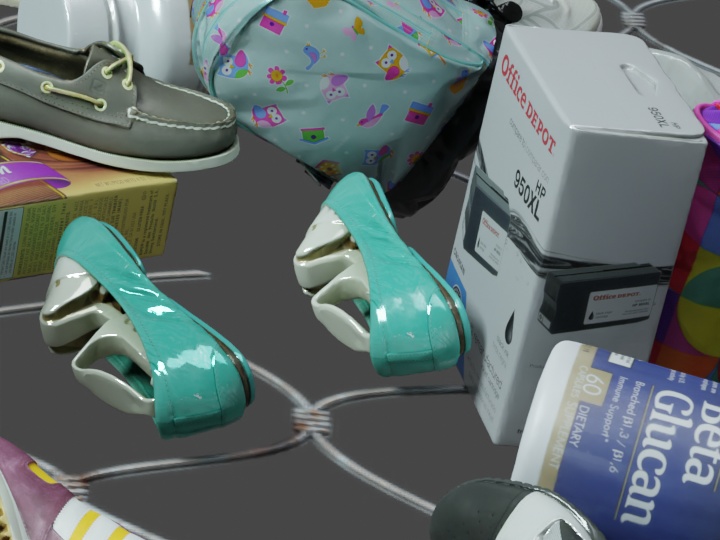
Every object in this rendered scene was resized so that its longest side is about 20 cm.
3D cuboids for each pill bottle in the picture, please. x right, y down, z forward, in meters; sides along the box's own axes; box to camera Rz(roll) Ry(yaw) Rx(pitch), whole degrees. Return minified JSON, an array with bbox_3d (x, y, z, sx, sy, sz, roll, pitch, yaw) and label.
[{"bbox_3d":[-0.121,-0.160,1.730,0.200,0.115,0.114,-4,31,-29],"label":"pill bottle"},{"bbox_3d":[0.181,0.114,1.320,0.199,0.111,0.111,16,27,8],"label":"pill bottle"}]

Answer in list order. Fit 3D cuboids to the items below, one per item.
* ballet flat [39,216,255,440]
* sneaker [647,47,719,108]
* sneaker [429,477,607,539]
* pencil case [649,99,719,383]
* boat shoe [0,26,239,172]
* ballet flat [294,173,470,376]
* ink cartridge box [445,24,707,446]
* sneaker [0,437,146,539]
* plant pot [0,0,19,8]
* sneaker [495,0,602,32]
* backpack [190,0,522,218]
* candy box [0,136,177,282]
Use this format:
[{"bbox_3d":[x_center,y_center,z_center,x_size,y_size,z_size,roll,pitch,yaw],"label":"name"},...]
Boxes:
[{"bbox_3d":[-0.135,0.030,1.411,0.070,0.068,0.200,-21,37,-26],"label":"ballet flat"},{"bbox_3d":[0.258,-0.107,1.854,0.200,0.075,0.088,22,15,8],"label":"sneaker"},{"bbox_3d":[0.084,0.165,1.221,0.088,0.074,0.200,-8,32,-38],"label":"sneaker"},{"bbox_3d":[0.199,-0.006,1.479,0.088,0.200,0.088,13,34,-9],"label":"pencil case"},{"bbox_3d":[-0.167,-0.107,1.543,0.201,0.060,0.072,10,26,-7],"label":"boat shoe"},{"bbox_3d":[0.000,0.000,1.511,0.070,0.068,0.200,-14,30,-12],"label":"ballet flat"},{"bbox_3d":[0.115,-0.020,1.457,0.084,0.200,0.145,4,27,-16],"label":"ink cartridge box"},{"bbox_3d":[-0.127,0.145,1.188,0.090,0.075,0.200,2,34,-37],"label":"sneaker"},{"bbox_3d":[-0.229,-0.314,1.910,0.200,0.184,0.201,10,26,-5],"label":"plant pot"},{"bbox_3d":[0.106,-0.199,1.943,0.200,0.081,0.075,-7,30,-36],"label":"sneaker"},{"bbox_3d":[-0.010,-0.135,1.619,0.200,0.167,0.127,30,20,-22],"label":"backpack"},{"bbox_3d":[-0.224,-0.044,1.525,0.200,0.057,0.117,-9,34,-39],"label":"candy box"}]
